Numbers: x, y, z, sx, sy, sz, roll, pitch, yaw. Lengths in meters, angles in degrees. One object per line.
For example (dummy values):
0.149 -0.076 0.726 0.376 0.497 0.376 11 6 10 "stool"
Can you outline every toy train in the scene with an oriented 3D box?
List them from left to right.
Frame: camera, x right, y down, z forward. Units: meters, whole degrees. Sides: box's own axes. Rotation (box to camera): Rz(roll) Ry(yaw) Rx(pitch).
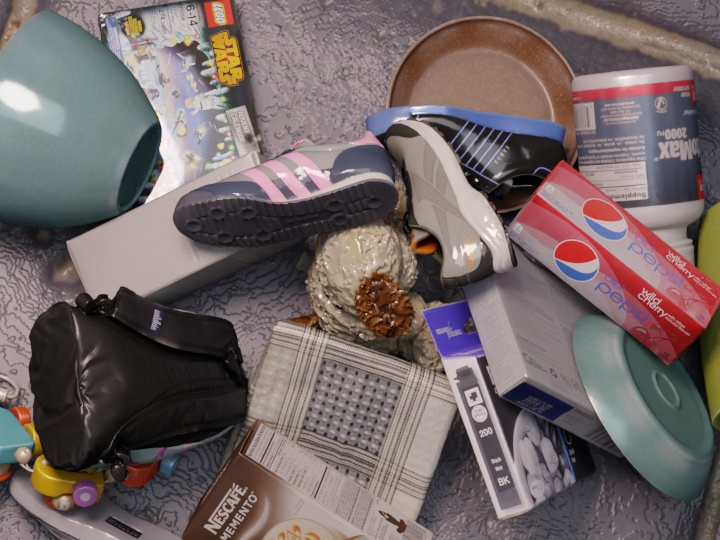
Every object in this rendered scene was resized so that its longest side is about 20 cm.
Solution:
-0.277 0.172 1.695 0.199 0.150 0.056 22 114 5 "toy train"

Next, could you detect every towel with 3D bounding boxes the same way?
-0.022 0.158 1.700 0.192 0.035 0.201 19 116 -2 "towel"

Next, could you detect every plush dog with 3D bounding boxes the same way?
0.000 0.000 1.695 0.160 0.172 0.201 -16 66 -6 "plush dog"

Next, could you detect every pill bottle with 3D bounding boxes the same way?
0.273 -0.094 1.777 0.119 0.120 0.201 -7 95 -7 "pill bottle"

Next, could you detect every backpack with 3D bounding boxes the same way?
-0.199 0.098 1.650 0.200 0.126 0.168 -2 89 -47 "backpack"

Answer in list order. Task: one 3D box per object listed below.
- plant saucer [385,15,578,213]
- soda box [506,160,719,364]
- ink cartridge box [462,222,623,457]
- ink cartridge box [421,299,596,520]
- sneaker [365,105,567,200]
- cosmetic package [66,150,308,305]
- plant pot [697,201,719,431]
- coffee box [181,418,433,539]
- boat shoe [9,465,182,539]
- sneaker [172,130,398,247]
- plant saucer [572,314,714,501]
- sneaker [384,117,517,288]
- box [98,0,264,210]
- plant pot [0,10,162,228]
0.122 -0.152 1.820 0.199 0.037 0.201 1 81 -7 "plant saucer"
0.238 -0.008 1.701 0.200 0.063 0.070 38 43 2 "soda box"
0.174 0.058 1.706 0.041 0.199 0.201 -35 48 26 "ink cartridge box"
0.142 0.115 1.697 0.043 0.198 0.201 -23 85 25 "ink cartridge box"
0.102 -0.109 1.757 0.199 0.070 0.078 5 75 -5 "sneaker"
-0.160 -0.028 1.707 0.199 0.107 0.091 -22 83 8 "cosmetic package"
0.399 0.030 1.761 0.186 0.187 0.201 -11 67 -8 "plant pot"
-0.048 0.245 1.682 0.200 0.080 0.115 33 113 -3 "coffee box"
-0.244 0.252 1.694 0.199 0.071 0.070 26 114 12 "boat shoe"
-0.068 -0.075 1.622 0.199 0.070 0.082 -7 51 -1 "sneaker"
0.275 0.119 1.716 0.036 0.200 0.200 -35 85 27 "plant saucer"
0.065 -0.064 1.657 0.079 0.074 0.200 -28 51 -5 "sneaker"
-0.173 -0.162 1.788 0.136 0.040 0.201 -10 82 -9 "box"
-0.262 -0.120 1.680 0.134 0.200 0.201 23 79 7 "plant pot"
